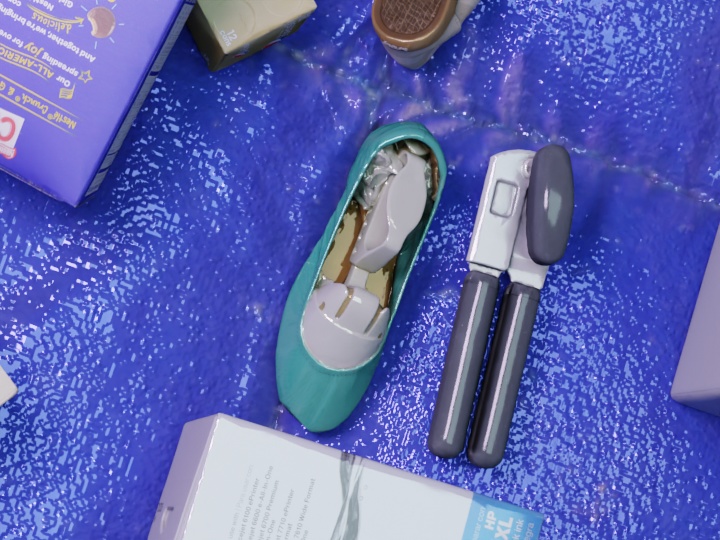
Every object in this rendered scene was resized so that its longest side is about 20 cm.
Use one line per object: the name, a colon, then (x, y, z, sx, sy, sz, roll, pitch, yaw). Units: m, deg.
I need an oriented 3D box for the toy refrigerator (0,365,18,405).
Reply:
toy refrigerator: (-0.297, 0.104, 1.260, 0.200, 0.076, 0.070, -38, 93, -12)

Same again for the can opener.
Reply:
can opener: (0.088, 0.020, 1.353, 0.053, 0.067, 0.202, 15, 82, -9)

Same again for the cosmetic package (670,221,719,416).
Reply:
cosmetic package: (0.312, 0.023, 1.331, 0.166, 0.200, 0.168, 19, 82, -10)

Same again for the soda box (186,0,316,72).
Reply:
soda box: (-0.104, -0.227, 1.338, 0.067, 0.064, 0.201, -28, 90, -13)

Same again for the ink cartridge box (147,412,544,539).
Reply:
ink cartridge box: (-0.013, 0.152, 1.279, 0.198, 0.145, 0.084, 18, 81, -9)

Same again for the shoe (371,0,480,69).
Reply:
shoe: (0.064, -0.216, 1.383, 0.069, 0.053, 0.201, 21, 74, 24)

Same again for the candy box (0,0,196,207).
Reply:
candy box: (-0.186, -0.164, 1.271, 0.168, 0.077, 0.201, 29, 95, 1)

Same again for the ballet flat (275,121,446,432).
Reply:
ballet flat: (0.000, 0.000, 1.335, 0.067, 0.070, 0.202, 21, 81, -9)
